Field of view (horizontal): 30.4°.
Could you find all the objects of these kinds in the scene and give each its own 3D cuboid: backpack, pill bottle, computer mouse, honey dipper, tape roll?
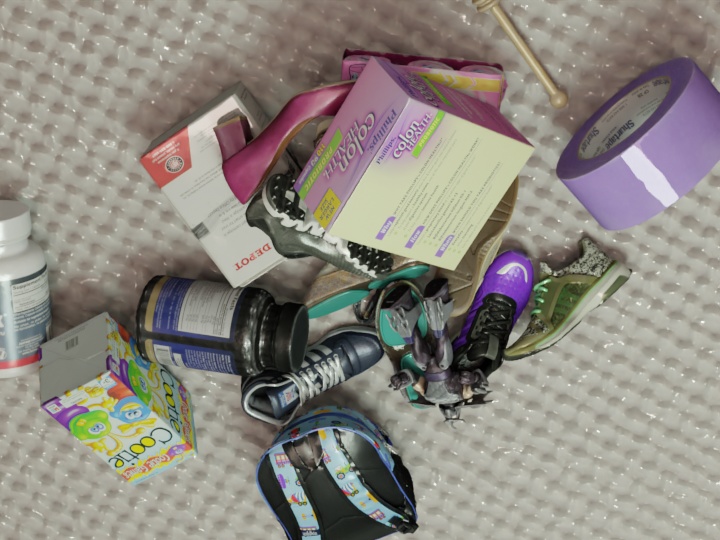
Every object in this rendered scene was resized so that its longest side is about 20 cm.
[{"bbox_3d":[-0.039,0.257,1.698,0.182,0.135,0.201,-23,121,12],"label":"backpack"},{"bbox_3d":[-0.170,0.072,1.645,0.199,0.112,0.113,8,111,12],"label":"pill bottle"},{"bbox_3d":[0.048,-0.014,1.669,0.059,0.034,0.200,39,116,12],"label":"computer mouse"},{"bbox_3d":[-0.450,0.021,1.650,0.119,0.120,0.201,0,110,2],"label":"pill bottle"},{"bbox_3d":[0.184,-0.271,1.564,0.038,0.038,0.200,-33,109,13],"label":"honey dipper"},{"bbox_3d":[0.327,-0.145,1.517,0.200,0.200,0.085,-41,105,15],"label":"tape roll"}]

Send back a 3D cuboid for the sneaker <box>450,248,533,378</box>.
[{"bbox_3d":[0.165,0.074,1.658,0.069,0.100,0.201,22,111,-9],"label":"sneaker"}]

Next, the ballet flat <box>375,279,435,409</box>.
[{"bbox_3d":[0.058,0.084,1.677,0.072,0.072,0.201,-11,123,6],"label":"ballet flat"}]

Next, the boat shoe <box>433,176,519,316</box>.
[{"bbox_3d":[0.140,-0.040,1.638,0.072,0.065,0.201,20,93,8],"label":"boat shoe"}]

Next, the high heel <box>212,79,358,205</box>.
[{"bbox_3d":[-0.069,-0.149,1.506,0.199,0.067,0.097,-18,92,24],"label":"high heel"}]

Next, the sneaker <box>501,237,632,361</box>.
[{"bbox_3d":[0.239,0.035,1.645,0.200,0.077,0.089,-39,84,-15],"label":"sneaker"}]

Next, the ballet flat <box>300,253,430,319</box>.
[{"bbox_3d":[0.000,0.000,1.650,0.199,0.068,0.068,-23,73,24],"label":"ballet flat"}]

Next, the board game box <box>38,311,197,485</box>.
[{"bbox_3d":[-0.303,0.164,1.667,0.104,0.103,0.200,-27,134,11],"label":"board game box"}]

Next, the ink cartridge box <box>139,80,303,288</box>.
[{"bbox_3d":[-0.148,-0.104,1.611,0.146,0.083,0.200,-32,106,12],"label":"ink cartridge box"}]

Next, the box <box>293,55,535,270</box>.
[{"bbox_3d":[0.060,-0.115,1.476,0.199,0.097,0.176,14,117,-40],"label":"box"}]

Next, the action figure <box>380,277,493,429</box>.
[{"bbox_3d":[0.088,0.111,1.611,0.129,0.069,0.201,-8,116,21],"label":"action figure"}]

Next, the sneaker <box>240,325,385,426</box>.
[{"bbox_3d":[-0.061,0.136,1.685,0.199,0.109,0.070,-17,110,8],"label":"sneaker"}]

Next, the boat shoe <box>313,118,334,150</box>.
[{"bbox_3d":[-0.006,-0.096,1.576,0.071,0.060,0.200,-5,145,16],"label":"boat shoe"}]

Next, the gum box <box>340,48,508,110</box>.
[{"bbox_3d":[0.073,-0.193,1.578,0.199,0.066,0.114,6,112,0],"label":"gum box"}]

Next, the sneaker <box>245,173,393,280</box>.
[{"bbox_3d":[-0.052,-0.042,1.556,0.199,0.067,0.090,31,143,-29],"label":"sneaker"}]
